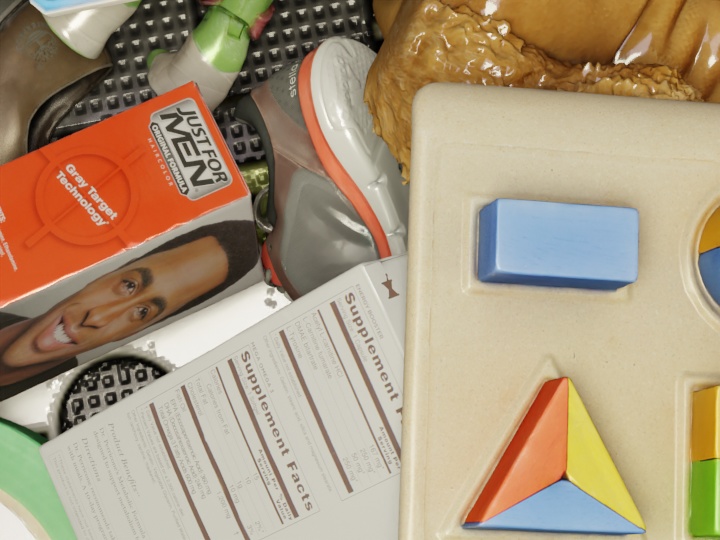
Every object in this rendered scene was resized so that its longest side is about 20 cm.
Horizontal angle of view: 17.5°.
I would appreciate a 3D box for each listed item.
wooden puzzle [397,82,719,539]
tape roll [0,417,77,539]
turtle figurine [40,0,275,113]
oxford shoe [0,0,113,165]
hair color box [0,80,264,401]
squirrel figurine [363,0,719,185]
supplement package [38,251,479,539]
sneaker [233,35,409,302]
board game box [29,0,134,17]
[{"bbox_3d":[0.108,0.029,0.850,0.184,0.046,0.202,3,78,-10],"label":"wooden puzzle"},{"bbox_3d":[-0.193,0.161,1.035,0.199,0.048,0.202,0,85,2],"label":"tape roll"},{"bbox_3d":[-0.054,-0.178,1.028,0.194,0.144,0.200,-48,68,15],"label":"turtle figurine"},{"bbox_3d":[-0.184,-0.036,1.040,0.084,0.073,0.200,38,88,3],"label":"oxford shoe"},{"bbox_3d":[-0.143,0.003,0.986,0.199,0.102,0.062,-26,70,-7],"label":"hair color box"},{"bbox_3d":[0.105,-0.084,0.990,0.186,0.142,0.201,29,50,-13],"label":"squirrel figurine"},{"bbox_3d":[-0.015,0.074,0.955,0.199,0.113,0.110,-29,83,38],"label":"supplement package"},{"bbox_3d":[0.000,0.000,1.042,0.081,0.077,0.202,-17,91,32],"label":"sneaker"},{"bbox_3d":[-0.056,-0.218,0.942,0.198,0.026,0.202,-9,81,19],"label":"board game box"}]
